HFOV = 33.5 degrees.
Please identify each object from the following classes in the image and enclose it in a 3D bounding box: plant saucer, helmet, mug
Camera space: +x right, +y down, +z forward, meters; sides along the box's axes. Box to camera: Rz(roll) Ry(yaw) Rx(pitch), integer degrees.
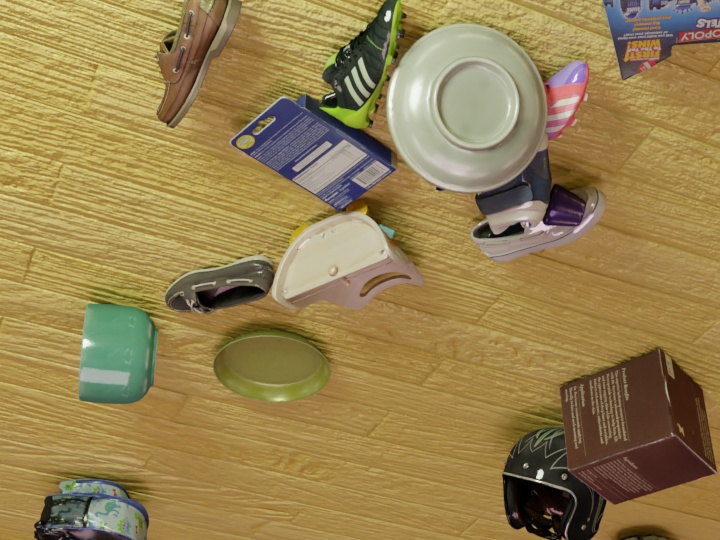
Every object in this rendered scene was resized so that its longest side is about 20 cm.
[{"bbox_3d":[0.130,-0.193,1.405,0.197,0.203,0.050,8,178,-8],"label":"plant saucer"},{"bbox_3d":[-0.147,0.154,1.994,0.197,0.031,0.201,1,143,1],"label":"plant saucer"},{"bbox_3d":[0.348,0.374,2.132,0.197,0.200,0.193,-4,103,7],"label":"helmet"},{"bbox_3d":[-0.377,0.124,1.884,0.113,0.186,0.154,5,119,-9],"label":"mug"}]

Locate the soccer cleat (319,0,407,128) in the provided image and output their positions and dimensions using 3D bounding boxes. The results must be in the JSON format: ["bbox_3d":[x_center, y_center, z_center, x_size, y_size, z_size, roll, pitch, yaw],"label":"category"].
[{"bbox_3d":[-0.001,-0.250,1.442,0.080,0.068,0.201,20,141,-3],"label":"soccer cleat"}]

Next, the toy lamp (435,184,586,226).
[{"bbox_3d":[0.202,-0.105,1.596,0.198,0.059,0.058,18,142,1],"label":"toy lamp"}]

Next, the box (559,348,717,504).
[{"bbox_3d":[0.462,0.267,2.009,0.199,0.168,0.164,-24,136,30],"label":"box"}]

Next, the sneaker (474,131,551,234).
[{"bbox_3d":[0.146,-0.115,1.520,0.198,0.081,0.148,10,118,24],"label":"sneaker"}]

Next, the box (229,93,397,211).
[{"bbox_3d":[-0.062,-0.161,1.581,0.199,0.033,0.121,29,134,-33],"label":"box"}]

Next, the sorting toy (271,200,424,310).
[{"bbox_3d":[0.000,0.000,1.743,0.198,0.108,0.180,-21,144,26],"label":"sorting toy"}]

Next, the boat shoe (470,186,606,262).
[{"bbox_3d":[0.243,-0.068,1.659,0.199,0.074,0.065,-28,138,31],"label":"boat shoe"}]

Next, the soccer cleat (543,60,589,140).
[{"bbox_3d":[0.217,-0.193,1.508,0.076,0.067,0.200,19,142,-14],"label":"soccer cleat"}]

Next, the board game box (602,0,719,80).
[{"bbox_3d":[0.350,-0.311,1.351,0.197,0.062,0.201,-3,143,5],"label":"board game box"}]

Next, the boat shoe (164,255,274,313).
[{"bbox_3d":[-0.219,0.033,1.816,0.198,0.058,0.067,-19,138,24],"label":"boat shoe"}]

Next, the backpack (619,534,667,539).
[{"bbox_3d":[0.605,0.630,2.516,0.161,0.155,0.201,-6,130,20],"label":"backpack"}]

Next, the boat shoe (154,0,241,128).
[{"bbox_3d":[-0.211,-0.260,1.435,0.067,0.072,0.201,21,129,-18],"label":"boat shoe"}]

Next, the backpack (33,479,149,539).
[{"bbox_3d":[-0.517,0.501,2.357,0.197,0.148,0.184,4,142,3],"label":"backpack"}]
